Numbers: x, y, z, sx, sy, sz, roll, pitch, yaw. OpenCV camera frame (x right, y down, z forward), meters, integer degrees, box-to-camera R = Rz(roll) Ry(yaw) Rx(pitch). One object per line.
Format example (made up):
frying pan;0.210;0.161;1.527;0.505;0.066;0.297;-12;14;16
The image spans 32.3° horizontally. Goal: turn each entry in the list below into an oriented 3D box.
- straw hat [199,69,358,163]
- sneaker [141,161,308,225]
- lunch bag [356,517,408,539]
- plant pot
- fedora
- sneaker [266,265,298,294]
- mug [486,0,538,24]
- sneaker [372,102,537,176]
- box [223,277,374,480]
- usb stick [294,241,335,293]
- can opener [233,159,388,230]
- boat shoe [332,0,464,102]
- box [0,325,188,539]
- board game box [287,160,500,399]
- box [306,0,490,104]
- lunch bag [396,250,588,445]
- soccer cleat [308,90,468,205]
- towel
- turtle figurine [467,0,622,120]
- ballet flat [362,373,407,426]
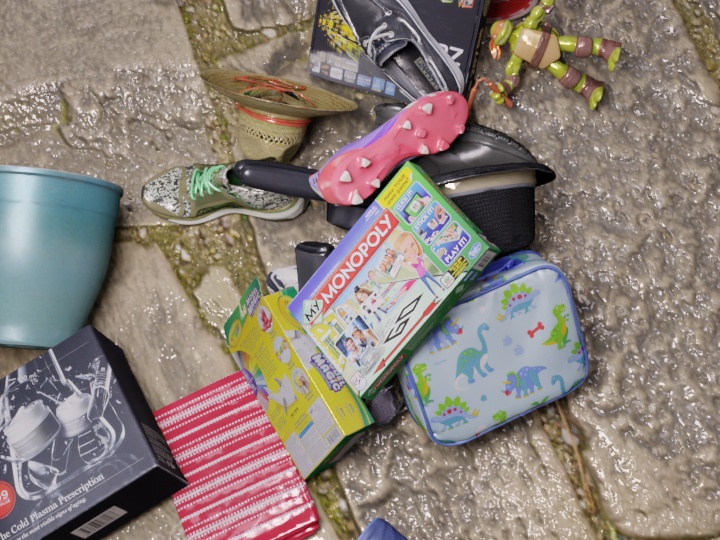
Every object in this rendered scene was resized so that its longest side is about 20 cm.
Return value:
straw hat;-0.102;-0.170;1.445;0.199;0.201;0.086;16;106;12
sneaker;-0.162;-0.104;1.445;0.198;0.089;0.078;-3;70;6
lunch bag;0.031;0.340;1.209;0.132;0.200;0.136;36;73;14
plant pot;-0.372;-0.007;1.392;0.198;0.200;0.190;2;83;8
fedora;0.118;-0.054;1.336;0.199;0.201;0.092;-11;85;3
sneaker;0.000;0.000;1.402;0.198;0.080;0.130;2;40;36
mug;0.172;-0.415;1.484;0.176;0.133;0.202;-10;72;27
sneaker;0.105;-0.131;1.437;0.198;0.076;0.092;15;100;3
box;-0.073;0.110;1.337;0.048;0.117;0.201;-21;71;-38
usb stick;-0.041;0.066;1.342;0.055;0.033;0.202;9;112;36
can opener;-0.044;-0.092;1.389;0.199;0.063;0.079;12;93;-27
boat shoe;0.035;-0.257;1.403;0.072;0.068;0.200;-37;98;32
box;-0.322;0.196;1.345;0.199;0.104;0.183;-32;67;-1
board game box;0.029;0.010;1.243;0.200;0.029;0.135;-50;60;15
box;0.044;-0.285;1.455;0.199;0.162;0.049;19;31;13
lunch bag;0.132;0.076;1.304;0.199;0.082;0.162;-24;110;-10
soccer cleat;0.032;-0.138;1.355;0.200;0.067;0.076;-38;31;-22
towel;-0.142;0.221;1.367;0.144;0.023;0.201;-25;68;0
turtle figurine;0.211;-0.247;1.446;0.160;0.064;0.201;23;105;-2
ballet flat;0.070;0.090;1.370;0.072;0.072;0.201;36;78;17
